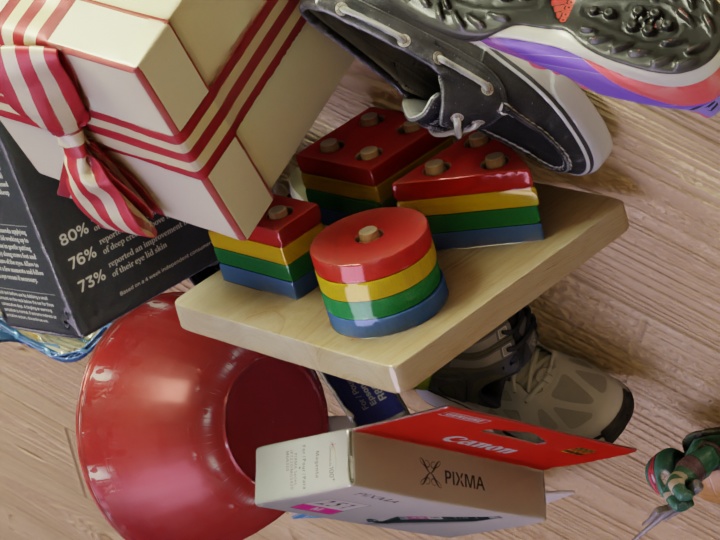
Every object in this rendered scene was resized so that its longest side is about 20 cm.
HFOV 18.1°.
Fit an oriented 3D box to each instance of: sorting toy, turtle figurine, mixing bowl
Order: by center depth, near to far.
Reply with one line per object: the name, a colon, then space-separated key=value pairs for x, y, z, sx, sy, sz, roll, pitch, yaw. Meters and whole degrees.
sorting toy: x=0.017 y=-0.025 z=1.332 sx=0.198 sy=0.200 sz=0.070 roll=14 pitch=129 yaw=46
turtle figurine: x=0.253 y=0.146 z=1.505 sx=0.200 sy=0.101 sz=0.150 roll=-9 pitch=152 yaw=37
mixing bowl: x=-0.097 y=0.111 z=1.646 sx=0.108 sy=0.200 sz=0.200 roll=-7 pitch=137 yaw=48

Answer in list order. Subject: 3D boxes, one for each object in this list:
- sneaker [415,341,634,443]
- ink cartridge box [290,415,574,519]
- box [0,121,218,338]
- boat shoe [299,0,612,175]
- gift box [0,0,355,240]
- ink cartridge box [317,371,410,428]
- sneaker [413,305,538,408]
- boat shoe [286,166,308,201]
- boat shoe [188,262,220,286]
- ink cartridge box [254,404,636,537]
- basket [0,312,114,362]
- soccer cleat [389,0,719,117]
sneaker: x=0.089 y=0.064 z=1.574 sx=0.200 sy=0.076 sz=0.115 roll=15 pitch=155 yaw=42
ink cartridge box: x=0.054 y=0.152 z=1.758 sx=0.199 sy=0.067 sz=0.116 roll=0 pitch=167 yaw=-19
box: x=-0.179 y=-0.078 z=1.434 sx=0.104 sy=0.148 sz=0.201 roll=5 pitch=119 yaw=54
boat shoe: x=0.052 y=-0.105 z=1.262 sx=0.200 sy=0.068 sz=0.072 roll=38 pitch=158 yaw=-18
gift box: x=-0.130 y=-0.133 z=1.286 sx=0.200 sy=0.187 sz=0.185 roll=14 pitch=153 yaw=35
ink cartridge box: x=-0.026 y=0.038 z=1.563 sx=0.197 sy=0.043 sz=0.200 roll=57 pitch=177 yaw=18
sneaker: x=0.083 y=0.022 z=1.477 sx=0.081 sy=0.074 sz=0.200 roll=23 pitch=146 yaw=1
boat shoe: x=0.003 y=0.000 z=1.447 sx=0.201 sy=0.073 sz=0.063 roll=-125 pitch=33 yaw=-56
boat shoe: x=-0.116 y=-0.037 z=1.631 sx=0.074 sy=0.062 sz=0.200 roll=25 pitch=163 yaw=19
ink cartridge box: x=0.059 y=0.138 z=1.508 sx=0.173 sy=0.044 sz=0.200 roll=-15 pitch=159 yaw=42
basket: x=-0.221 y=-0.025 z=1.673 sx=0.139 sy=0.177 sz=0.200 roll=29 pitch=179 yaw=11
soccer cleat: x=0.099 y=-0.126 z=1.163 sx=0.200 sy=0.068 sz=0.073 roll=19 pitch=160 yaw=25
